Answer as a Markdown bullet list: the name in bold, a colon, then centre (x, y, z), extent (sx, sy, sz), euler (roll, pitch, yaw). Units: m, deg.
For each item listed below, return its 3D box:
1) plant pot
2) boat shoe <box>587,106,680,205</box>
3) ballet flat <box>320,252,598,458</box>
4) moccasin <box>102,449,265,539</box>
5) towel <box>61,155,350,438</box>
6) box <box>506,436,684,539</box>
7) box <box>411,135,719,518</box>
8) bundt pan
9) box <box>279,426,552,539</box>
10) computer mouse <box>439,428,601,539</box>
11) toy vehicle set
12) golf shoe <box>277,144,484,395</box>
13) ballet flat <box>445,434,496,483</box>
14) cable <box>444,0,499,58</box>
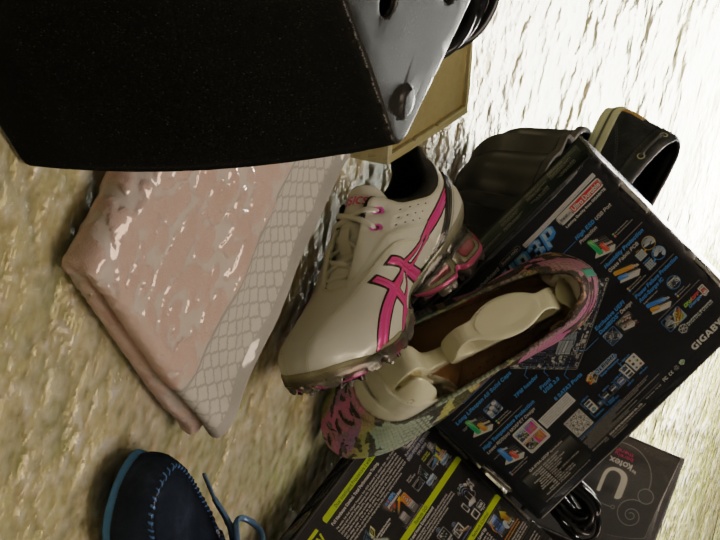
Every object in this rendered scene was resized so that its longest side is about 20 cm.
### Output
- **plant pot**: centre (-0.051, -0.155, 0.725), extent (0.201, 0.176, 0.200), euler (-64, 154, -24)
- **boat shoe**: centre (0.169, -0.024, 1.274), extent (0.201, 0.062, 0.075), euler (-64, 157, -22)
- **ballet flat**: centre (0.056, 0.048, 1.127), extent (0.199, 0.069, 0.071), euler (-30, 169, 5)
- **moccasin**: centre (-0.082, 0.166, 0.983), extent (0.081, 0.068, 0.201), euler (-61, 153, -31)
- **towel**: centre (-0.069, -0.037, 0.941), extent (0.191, 0.032, 0.201), euler (66, 43, -56)
- **box**: centre (0.174, 0.208, 1.488), extent (0.200, 0.122, 0.106), euler (96, 18, -63)
- **box**: centre (0.129, 0.040, 1.195), extent (0.200, 0.159, 0.046), euler (-46, -164, 8)
- **bundt pan**: centre (0.106, -0.010, 1.311), extent (0.202, 0.075, 0.203), euler (-46, 143, -51)
- **box**: centre (0.030, 0.197, 1.159), extent (0.044, 0.160, 0.200), euler (-44, -176, 42)
- **computer mouse**: centre (0.055, 0.180, 1.274), extent (0.200, 0.141, 0.046), euler (-39, 168, 9)
- **toy vehicle set**: centre (0.039, -0.177, 1.116), extent (0.124, 0.026, 0.201), euler (-35, 134, -57)
- **golf shoe**: centre (0.000, 0.000, 1.096), extent (0.200, 0.072, 0.092), euler (-48, 118, -49)
- **ballet flat**: centre (0.109, 0.114, 1.393), extent (0.200, 0.068, 0.068), euler (-57, 134, -40)
- **cable**: centre (0.040, -0.195, 1.026), extent (0.200, 0.051, 0.164), euler (-26, 132, -64)
